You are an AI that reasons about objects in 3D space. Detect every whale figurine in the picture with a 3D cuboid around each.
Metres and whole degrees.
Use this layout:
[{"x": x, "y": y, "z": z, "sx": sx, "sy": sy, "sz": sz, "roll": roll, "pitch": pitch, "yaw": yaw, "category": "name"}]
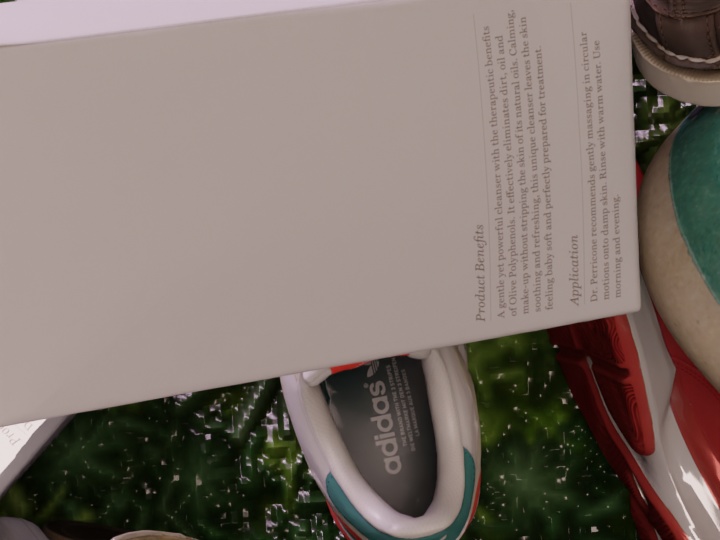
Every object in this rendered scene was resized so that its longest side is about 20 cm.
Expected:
[{"x": 0.174, "y": -0.026, "z": 0.798, "sx": 0.159, "sy": 0.104, "sz": 0.200, "roll": 49, "pitch": 42, "yaw": 5, "category": "whale figurine"}]

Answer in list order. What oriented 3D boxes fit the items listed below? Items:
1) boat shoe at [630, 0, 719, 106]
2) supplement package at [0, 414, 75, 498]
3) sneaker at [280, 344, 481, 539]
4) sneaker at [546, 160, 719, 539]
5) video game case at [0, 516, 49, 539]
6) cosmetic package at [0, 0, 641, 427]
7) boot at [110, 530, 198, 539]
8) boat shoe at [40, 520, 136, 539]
[{"x": 0.126, "y": -0.147, "z": 0.763, "sx": 0.072, "sy": 0.060, "sz": 0.200, "roll": 13, "pitch": 65, "yaw": 21, "category": "boat shoe"}, {"x": -0.177, "y": 0.061, "z": 0.811, "sx": 0.109, "sy": 0.114, "sz": 0.200, "roll": 41, "pitch": 87, "yaw": -3, "category": "supplement package"}, {"x": 0.000, "y": 0.001, "z": 0.830, "sx": 0.070, "sy": 0.093, "sz": 0.200, "roll": -14, "pitch": 89, "yaw": -3, "category": "sneaker"}, {"x": 0.136, "y": 0.031, "z": 0.857, "sx": 0.115, "sy": 0.078, "sz": 0.201, "roll": -22, "pitch": 102, "yaw": -12, "category": "sneaker"}, {"x": -0.106, "y": 0.205, "z": 0.776, "sx": 0.200, "sy": 0.022, "sz": 0.182, "roll": 43, "pitch": 104, "yaw": 40, "category": "video game case"}, {"x": -0.025, "y": -0.030, "z": 0.729, "sx": 0.199, "sy": 0.085, "sz": 0.108, "roll": -8, "pitch": 105, "yaw": -20, "category": "cosmetic package"}, {"x": -0.078, "y": 0.140, "z": 0.607, "sx": 0.200, "sy": 0.072, "sz": 0.155, "roll": 5, "pitch": 111, "yaw": -38, "category": "boot"}, {"x": -0.017, "y": 0.138, "z": 0.845, "sx": 0.199, "sy": 0.072, "sz": 0.068, "roll": 13, "pitch": 92, "yaw": 7, "category": "boat shoe"}]
